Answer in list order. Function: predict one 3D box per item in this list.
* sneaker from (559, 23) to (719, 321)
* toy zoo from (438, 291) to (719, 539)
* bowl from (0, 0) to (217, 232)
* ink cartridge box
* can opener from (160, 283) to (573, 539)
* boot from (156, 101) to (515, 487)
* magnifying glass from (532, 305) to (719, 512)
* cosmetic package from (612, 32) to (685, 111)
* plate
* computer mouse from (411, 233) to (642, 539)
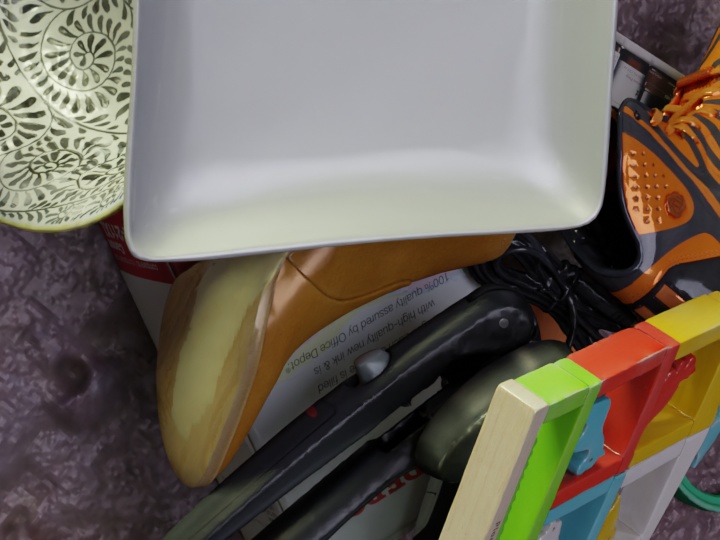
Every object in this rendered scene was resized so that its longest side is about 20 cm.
[{"bbox_3d":[0.151,-0.066,1.009,0.112,0.078,0.200,31,53,-23],"label":"sneaker"},{"bbox_3d":[0.100,0.081,0.915,0.200,0.020,0.131,-19,136,-50],"label":"toy zoo"},{"bbox_3d":[-0.105,-0.119,0.909,0.094,0.200,0.201,-9,99,-51],"label":"bowl"},{"bbox_3d":[-0.018,0.017,1.001,0.146,0.083,0.200,-29,107,-22],"label":"ink cartridge box"},{"bbox_3d":[-0.004,0.075,0.907,0.200,0.079,0.063,-32,99,-2],"label":"can opener"},{"bbox_3d":[0.000,-0.001,0.919,0.144,0.071,0.202,0,115,-37],"label":"boot"},{"bbox_3d":[0.147,0.062,1.124,0.200,0.022,0.080,30,81,-25],"label":"magnifying glass"},{"bbox_3d":[0.166,-0.044,1.109,0.200,0.051,0.083,28,82,-26],"label":"cosmetic package"},{"bbox_3d":[0.005,-0.108,0.817,0.200,0.032,0.200,-5,109,-22],"label":"plate"},{"bbox_3d":[0.063,0.088,0.980,0.110,0.044,0.200,29,75,-31],"label":"computer mouse"}]
